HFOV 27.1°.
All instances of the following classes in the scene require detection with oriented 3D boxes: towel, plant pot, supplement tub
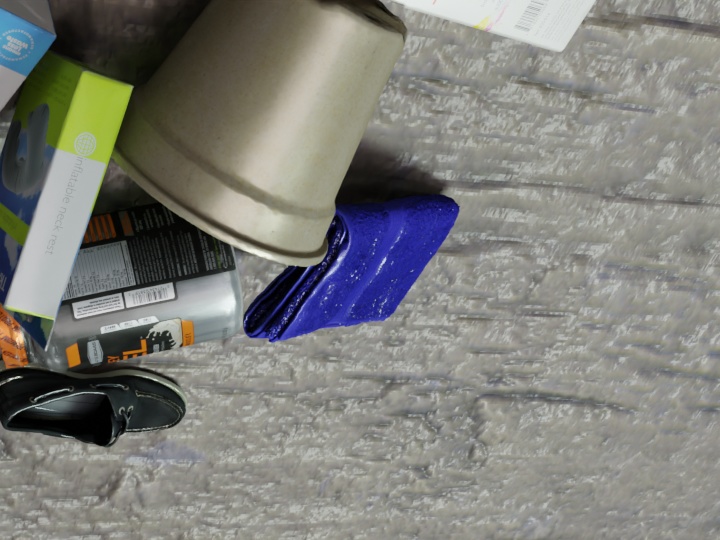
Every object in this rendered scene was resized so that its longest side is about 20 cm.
[{"bbox_3d":[0.000,0.000,1.300,0.148,0.050,0.199,-50,161,27],"label":"towel"},{"bbox_3d":[-0.065,-0.136,1.118,0.199,0.201,0.184,21,110,-37],"label":"plant pot"},{"bbox_3d":[-0.204,0.013,1.236,0.198,0.123,0.123,-12,136,-11],"label":"supplement tub"}]

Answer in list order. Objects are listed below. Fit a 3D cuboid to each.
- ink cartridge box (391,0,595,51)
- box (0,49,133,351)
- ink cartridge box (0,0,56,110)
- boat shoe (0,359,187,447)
[{"bbox_3d":[0.095,-0.251,1.142,0.199,0.068,0.117,10,128,-32],"label":"ink cartridge box"},{"bbox_3d":[-0.235,-0.056,1.100,0.047,0.122,0.202,16,96,-32],"label":"box"},{"bbox_3d":[-0.323,-0.137,1.077,0.115,0.067,0.200,23,120,-39],"label":"ink cartridge box"},{"bbox_3d":[-0.245,0.131,1.374,0.198,0.066,0.075,18,123,-35],"label":"boat shoe"}]
